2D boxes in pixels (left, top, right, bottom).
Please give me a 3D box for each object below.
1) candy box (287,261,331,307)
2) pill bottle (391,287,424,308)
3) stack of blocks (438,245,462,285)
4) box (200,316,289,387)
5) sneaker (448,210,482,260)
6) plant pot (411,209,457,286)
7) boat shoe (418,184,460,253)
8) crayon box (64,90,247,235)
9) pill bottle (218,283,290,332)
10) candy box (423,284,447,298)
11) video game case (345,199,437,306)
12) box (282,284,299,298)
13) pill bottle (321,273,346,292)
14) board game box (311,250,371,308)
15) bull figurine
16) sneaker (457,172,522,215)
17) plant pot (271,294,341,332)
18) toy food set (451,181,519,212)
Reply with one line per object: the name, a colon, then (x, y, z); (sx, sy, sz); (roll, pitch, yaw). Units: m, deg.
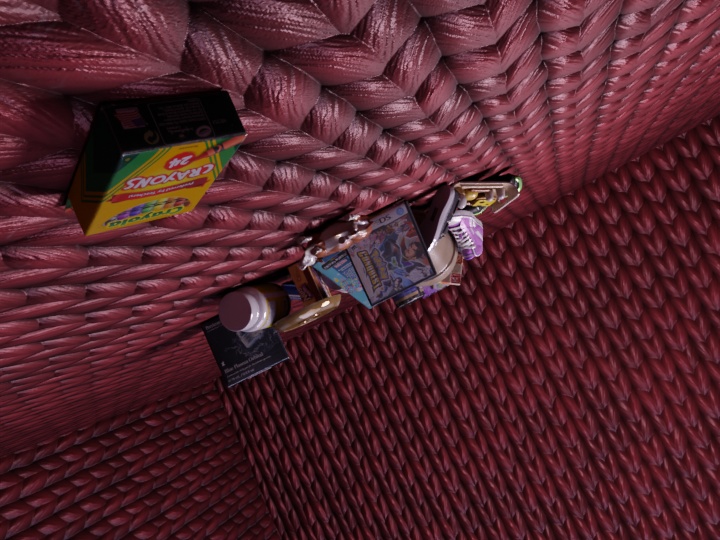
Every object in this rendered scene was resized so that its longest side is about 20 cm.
candy box: (-0.131, 0.040, 1.680); (0.056, 0.118, 0.200); (-25, 174, 2)
pill bottle: (0.133, 0.019, 2.146); (0.111, 0.202, 0.112); (-25, 173, -3)
stack of blocks: (0.242, -0.065, 1.804); (0.114, 0.203, 0.059); (6, 177, 8)
box: (-0.337, 0.212, 1.840); (0.195, 0.202, 0.117); (-25, 174, -9)
sneaker: (0.280, -0.092, 1.675); (0.072, 0.116, 0.200); (-10, 163, 36)
plant pot: (0.155, -0.075, 1.675); (0.198, 0.202, 0.174); (-26, 158, 5)
boat shoe: (0.191, -0.113, 1.549); (0.066, 0.202, 0.070); (18, -174, -42)
crayon box: (-0.211, -0.096, 0.625); (0.126, 0.051, 0.200); (-21, 172, -38)
pill bottle: (-0.267, 0.094, 1.584); (0.114, 0.115, 0.200); (-28, 173, 18)
candy box: (0.383, 0.025, 3.268); (0.199, 0.169, 0.071); (-30, 174, 28)
video game case: (0.066, -0.040, 1.488); (0.179, 0.202, 0.026); (-26, -164, -3)
box: (-0.171, 0.070, 1.902); (0.120, 0.033, 0.200); (3, 171, 0)
pill bottle: (-0.025, 0.000, 1.754); (0.119, 0.121, 0.200); (-29, 173, 24)
board game box: (0.000, 0.000, 1.577); (0.151, 0.199, 0.047); (-32, -152, 44)
bull figurine: (-0.066, -0.065, 1.335); (0.199, 0.066, 0.121); (-29, 176, 15)
sneaker: (0.357, -0.224, 1.772); (0.199, 0.077, 0.084); (-29, 150, 25)
plant pot: (-0.136, 0.116, 1.629); (0.198, 0.028, 0.200); (-26, 173, -3)
toy food set: (0.300, -0.181, 1.657); (0.198, 0.061, 0.144); (-2, 166, -16)
